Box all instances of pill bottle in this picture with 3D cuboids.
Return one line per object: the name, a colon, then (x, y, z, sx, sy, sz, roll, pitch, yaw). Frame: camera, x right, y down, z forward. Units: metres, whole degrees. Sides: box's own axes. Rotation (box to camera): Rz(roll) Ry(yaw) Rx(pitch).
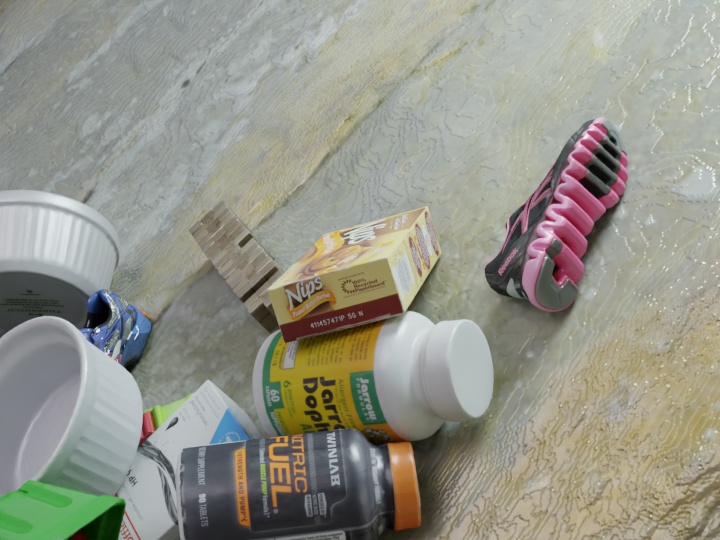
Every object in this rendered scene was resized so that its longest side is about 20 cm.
pill bottle: (0.012, 0.097, 1.103, 0.198, 0.113, 0.114, -9, 51, 32)
pill bottle: (-0.049, 0.190, 1.043, 0.197, 0.107, 0.107, -7, 46, -2)

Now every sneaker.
sneaker: (0.174, -0.056, 1.144, 0.095, 0.079, 0.201, 1, 55, 52)
sneaker: (-0.290, 0.103, 1.344, 0.075, 0.079, 0.201, -21, 38, 25)

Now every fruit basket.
fruit basket: (-0.250, 0.306, 1.047, 0.213, 0.218, 0.155, -12, 9, 30)

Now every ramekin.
ramekin: (-0.303, 0.156, 1.203, 0.199, 0.098, 0.203, -22, 50, 29)
ramekin: (-0.376, 0.004, 1.424, 0.200, 0.202, 0.095, -20, 53, 23)

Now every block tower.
block tower: (-0.119, -0.003, 1.332, 0.054, 0.058, 0.200, -42, 40, -1)

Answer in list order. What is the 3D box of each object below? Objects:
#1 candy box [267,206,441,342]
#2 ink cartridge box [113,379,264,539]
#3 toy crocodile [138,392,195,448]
candy box: (0.000, 0.000, 1.149, 0.114, 0.056, 0.200, -14, 11, 17)
ink cartridge box: (-0.176, 0.218, 1.181, 0.200, 0.068, 0.116, -45, 40, -2)
toy crocodile: (-0.241, 0.186, 1.263, 0.199, 0.062, 0.068, -31, 42, 12)
